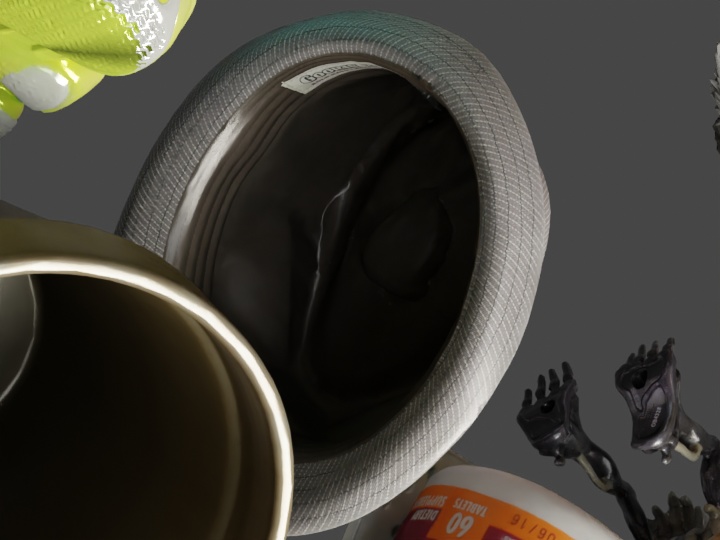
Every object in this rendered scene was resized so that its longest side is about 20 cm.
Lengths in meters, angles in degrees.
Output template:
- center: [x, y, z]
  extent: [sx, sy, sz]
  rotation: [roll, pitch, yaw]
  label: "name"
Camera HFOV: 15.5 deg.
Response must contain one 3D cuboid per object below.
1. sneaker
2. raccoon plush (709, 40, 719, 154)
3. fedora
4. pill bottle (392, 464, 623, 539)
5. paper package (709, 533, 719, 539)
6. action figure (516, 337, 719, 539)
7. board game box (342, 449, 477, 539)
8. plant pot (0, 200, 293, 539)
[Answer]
- center: [-0.115, -0.105, 0.903]
  extent: [0.076, 0.199, 0.105]
  rotation: [46, 56, -33]
  label: "sneaker"
- center: [0.234, -0.024, 1.130]
  extent: [0.133, 0.097, 0.201]
  rotation: [-23, 117, -30]
  label: "raccoon plush"
- center: [0.000, 0.000, 1.011]
  extent: [0.090, 0.177, 0.201]
  rotation: [7, 115, -58]
  label: "fedora"
- center: [0.027, 0.184, 1.006]
  extent: [0.110, 0.109, 0.201]
  rotation: [46, 66, -34]
  label: "pill bottle"
- center: [0.121, 0.238, 1.036]
  extent: [0.103, 0.200, 0.191]
  rotation: [29, 126, 5]
  label: "paper package"
- center: [0.158, 0.117, 1.132]
  extent: [0.118, 0.102, 0.200]
  rotation: [-24, 111, 33]
  label: "action figure"
- center: [0.026, 0.187, 1.107]
  extent: [0.200, 0.026, 0.201]
  rotation: [35, 74, -46]
  label: "board game box"
- center: [-0.144, 0.052, 0.941]
  extent: [0.199, 0.174, 0.201]
  rotation: [-10, 118, -19]
  label: "plant pot"
